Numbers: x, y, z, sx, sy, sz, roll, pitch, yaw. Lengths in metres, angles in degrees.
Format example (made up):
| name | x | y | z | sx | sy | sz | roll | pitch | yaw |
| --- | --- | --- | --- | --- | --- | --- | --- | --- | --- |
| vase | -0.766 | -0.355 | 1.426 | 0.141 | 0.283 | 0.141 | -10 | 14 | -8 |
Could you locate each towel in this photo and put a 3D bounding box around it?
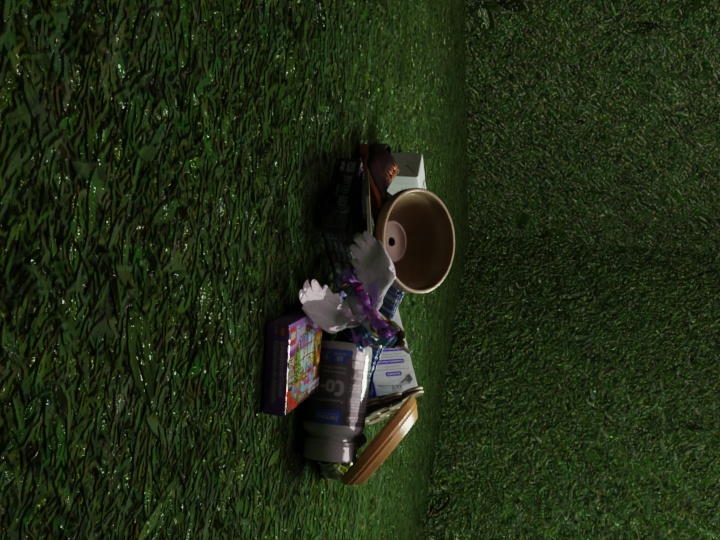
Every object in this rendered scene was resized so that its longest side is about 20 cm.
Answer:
| name | x | y | z | sx | sy | sz | roll | pitch | yaw |
| --- | --- | --- | --- | --- | --- | --- | --- | --- | --- |
| towel | 0.008 | 0.109 | 1.607 | 0.024 | 0.144 | 0.203 | 15 | 99 | -35 |

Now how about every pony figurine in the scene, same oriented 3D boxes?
| name | x | y | z | sx | sy | sz | roll | pitch | yaw |
| --- | --- | --- | --- | --- | --- | --- | --- | --- | --- |
| pony figurine | 0.001 | 0.054 | 1.418 | 0.166 | 0.194 | 0.200 | -41 | -171 | -7 |

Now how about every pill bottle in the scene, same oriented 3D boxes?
| name | x | y | z | sx | sy | sz | roll | pitch | yaw |
| --- | --- | --- | --- | --- | --- | --- | --- | --- | --- |
| pill bottle | -0.044 | 0.229 | 1.518 | 0.114 | 0.112 | 0.204 | 39 | 56 | -75 |

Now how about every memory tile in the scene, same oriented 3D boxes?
| name | x | y | z | sx | sy | sz | roll | pitch | yaw |
| --- | --- | --- | --- | --- | --- | --- | --- | --- | --- |
| memory tile | 0.024 | 0.269 | 1.660 | 0.200 | 0.151 | 0.017 | -47 | -121 | 53 |

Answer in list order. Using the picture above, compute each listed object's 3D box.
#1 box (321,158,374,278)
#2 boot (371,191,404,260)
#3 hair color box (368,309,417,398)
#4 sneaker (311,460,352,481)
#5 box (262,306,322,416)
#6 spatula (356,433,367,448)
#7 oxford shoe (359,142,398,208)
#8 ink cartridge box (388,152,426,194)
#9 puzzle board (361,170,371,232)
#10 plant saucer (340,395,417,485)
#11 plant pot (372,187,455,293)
| name | x | y | z | sx | sy | sz | roll | pitch | yaw |
| --- | --- | --- | --- | --- | --- | --- | --- | --- | --- |
| box | -0.021 | -0.087 | 1.652 | 0.201 | 0.049 | 0.160 | 76 | 22 | -56 |
| boot | 0.039 | -0.087 | 1.822 | 0.201 | 0.137 | 0.078 | -56 | 180 | -44 |
| hair color box | 0.035 | 0.156 | 1.709 | 0.065 | 0.108 | 0.203 | -37 | -120 | 47 |
| sneaker | -0.046 | 0.344 | 1.645 | 0.201 | 0.075 | 0.076 | 70 | 30 | -58 |
| box | -0.104 | 0.138 | 1.374 | 0.200 | 0.038 | 0.139 | -24 | 118 | -77 |
| spatula | -0.028 | 0.330 | 1.694 | 0.021 | 0.056 | 0.200 | -55 | 180 | -19 |
| oxford shoe | 0.041 | -0.198 | 1.723 | 0.202 | 0.071 | 0.072 | -98 | 175 | -49 |
| ink cartridge box | 0.089 | -0.182 | 1.980 | 0.201 | 0.114 | 0.068 | 76 | 21 | -58 |
| puzzle board | 0.012 | -0.084 | 1.555 | 0.200 | 0.017 | 0.153 | -92 | 178 | -71 |
| plant saucer | 0.041 | 0.314 | 1.566 | 0.201 | 0.037 | 0.200 | -50 | 174 | -7 |
| plant pot | 0.087 | -0.057 | 1.703 | 0.199 | 0.092 | 0.205 | 1 | 88 | -41 |
